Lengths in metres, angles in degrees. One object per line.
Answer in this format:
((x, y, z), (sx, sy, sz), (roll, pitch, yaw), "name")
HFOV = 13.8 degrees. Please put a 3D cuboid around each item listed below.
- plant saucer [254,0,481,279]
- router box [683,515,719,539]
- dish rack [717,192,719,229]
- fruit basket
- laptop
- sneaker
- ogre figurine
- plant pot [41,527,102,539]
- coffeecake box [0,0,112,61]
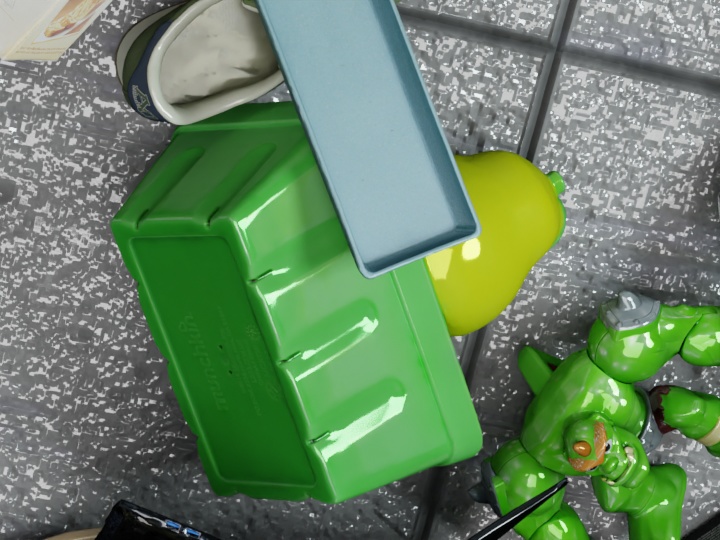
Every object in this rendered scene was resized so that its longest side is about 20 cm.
((-0.008, -0.098, 1.424), (0.070, 0.019, 0.200), (-21, 91, -27), "plant saucer")
((0.196, 0.229, 1.624), (0.200, 0.062, 0.150), (-35, 109, 5), "router box")
((0.287, -0.014, 1.527), (0.199, 0.055, 0.154), (-12, 68, 5), "dish rack")
((0.000, 0.000, 1.510), (0.215, 0.155, 0.216), (1, 89, -46), "fruit basket")
((-0.024, 0.130, 1.486), (0.200, 0.177, 0.104), (23, 70, -4), "laptop")
((-0.030, -0.130, 1.469), (0.200, 0.090, 0.067), (-31, 108, 4), "sneaker")
((0.139, 0.088, 1.560), (0.120, 0.098, 0.200), (25, 130, -28), "ogre figurine")
((-0.131, 0.242, 1.555), (0.200, 0.201, 0.093), (15, 146, -11), "plant pot")
((-0.140, -0.222, 1.400), (0.200, 0.073, 0.154), (-45, 82, 14), "coffeecake box")
